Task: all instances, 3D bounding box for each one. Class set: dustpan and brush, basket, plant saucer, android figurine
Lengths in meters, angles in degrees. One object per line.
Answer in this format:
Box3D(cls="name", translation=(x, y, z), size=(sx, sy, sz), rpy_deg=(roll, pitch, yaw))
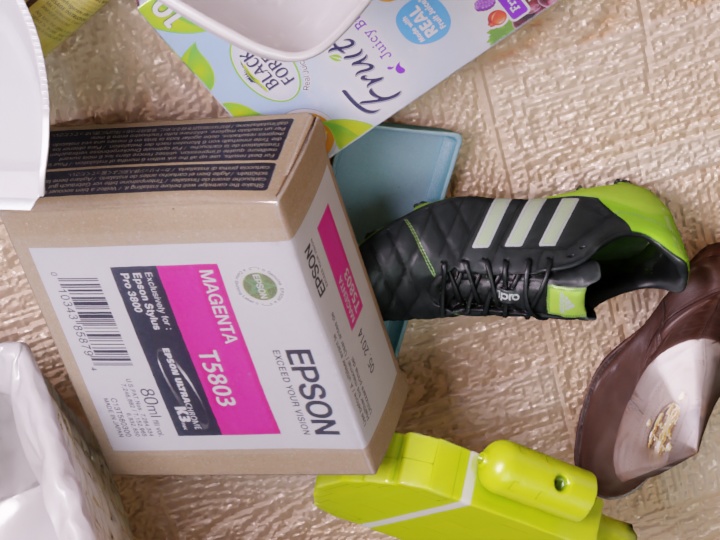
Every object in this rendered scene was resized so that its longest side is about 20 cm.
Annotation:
Box3D(cls="dustpan and brush", translation=(-0.210, -0.134, 1.169), size=(0.139, 0.201, 0.057), rpy_deg=(2, 158, 6))
Box3D(cls="basket", translation=(-0.222, 0.181, 1.338), size=(0.199, 0.199, 0.161), rpy_deg=(-23, 153, 2))
Box3D(cls="plant saucer", translation=(0.000, 0.000, 1.393), size=(0.070, 0.019, 0.201), rpy_deg=(5, 123, -16))
Box3D(cls="android figurine", translation=(0.056, 0.133, 1.425), size=(0.199, 0.041, 0.182), rpy_deg=(23, 159, -21))

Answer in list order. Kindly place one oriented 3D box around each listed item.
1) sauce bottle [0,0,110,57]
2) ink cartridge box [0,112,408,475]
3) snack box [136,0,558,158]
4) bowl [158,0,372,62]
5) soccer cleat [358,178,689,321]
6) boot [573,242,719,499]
Box3D(cls="sauce bottle", translation=(-0.144, -0.156, 1.218), size=(0.200, 0.066, 0.066), rpy_deg=(-36, 125, 14))
Box3D(cls="ink cartridge box", translation=(-0.081, 0.018, 1.315), size=(0.164, 0.075, 0.201), rpy_deg=(-2, 130, 22))
Box3D(cls="snack box", translation=(0.003, -0.155, 1.259), size=(0.200, 0.053, 0.142), rpy_deg=(-33, 125, 12))
Box3D(cls="bowl", translation=(-0.055, -0.214, 1.138), size=(0.200, 0.075, 0.200), rpy_deg=(35, 84, -7))
Box3D(cls="soccer cleat", translation=(0.086, -0.003, 1.356), size=(0.199, 0.081, 0.068), rpy_deg=(-11, 129, -14))
Box3D(cls="boot", translation=(0.161, 0.087, 1.376), size=(0.064, 0.200, 0.187), rpy_deg=(25, 113, 2))
